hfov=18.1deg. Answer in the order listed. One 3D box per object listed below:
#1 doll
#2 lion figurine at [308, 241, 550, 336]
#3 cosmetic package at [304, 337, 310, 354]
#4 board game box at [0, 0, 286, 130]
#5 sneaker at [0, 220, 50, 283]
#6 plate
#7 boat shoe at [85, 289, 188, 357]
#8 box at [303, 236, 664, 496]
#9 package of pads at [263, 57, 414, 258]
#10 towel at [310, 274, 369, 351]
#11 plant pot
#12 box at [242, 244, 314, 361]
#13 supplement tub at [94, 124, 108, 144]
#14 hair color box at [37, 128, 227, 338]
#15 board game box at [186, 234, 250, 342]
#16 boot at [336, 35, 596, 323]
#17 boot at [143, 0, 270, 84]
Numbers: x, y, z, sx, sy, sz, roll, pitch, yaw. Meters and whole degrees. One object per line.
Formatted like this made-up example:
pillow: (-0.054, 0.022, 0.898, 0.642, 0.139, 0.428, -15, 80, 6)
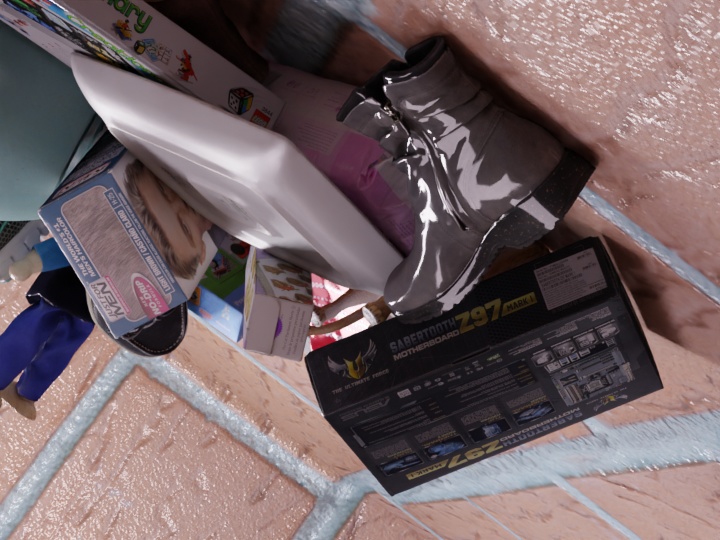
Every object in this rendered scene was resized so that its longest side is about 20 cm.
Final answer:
doll: (-0.222, 0.017, 1.709, 0.048, 0.200, 0.136, 42, -171, 37)
lion figurine: (0.038, 0.016, 1.518, 0.200, 0.122, 0.073, 6, 127, 59)
cosmetic package: (-0.057, 0.005, 1.948, 0.200, 0.081, 0.113, 44, 170, -39)
board game box: (-0.155, -0.143, 1.398, 0.200, 0.035, 0.126, 34, 167, -25)
sneaker: (-0.257, -0.076, 1.710, 0.078, 0.200, 0.091, 5, 136, 36)
plate: (-0.073, -0.051, 1.409, 0.200, 0.032, 0.200, 25, 168, 38)
boat shoe: (-0.162, 0.013, 1.665, 0.062, 0.075, 0.200, 49, 164, 30)
box: (0.082, 0.064, 1.435, 0.158, 0.200, 0.051, 54, -164, -59)
package of pads: (-0.005, -0.065, 1.459, 0.200, 0.076, 0.121, 23, 158, 52)
towel: (0.000, 0.000, 1.635, 0.145, 0.022, 0.200, 27, 136, 42)
plant pot: (-0.252, -0.126, 1.524, 0.161, 0.201, 0.201, 29, 170, -4)
box: (-0.054, 0.011, 1.475, 0.039, 0.041, 0.200, 13, -166, -5)
supplement tub: (-0.201, -0.139, 1.666, 0.200, 0.123, 0.123, 36, 170, 12)
hair color box: (-0.142, -0.041, 1.507, 0.100, 0.060, 0.200, 59, -164, -13)
board game box: (-0.127, -0.042, 1.800, 0.200, 0.151, 0.037, 33, 135, 19)
boot: (0.037, -0.056, 1.304, 0.132, 0.070, 0.200, 39, 141, -7)
boot: (-0.164, -0.187, 1.452, 0.200, 0.072, 0.166, 23, 160, 40)
